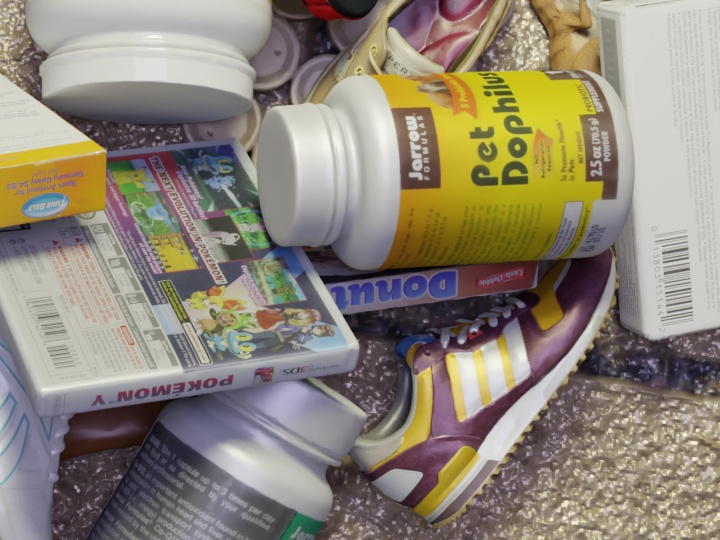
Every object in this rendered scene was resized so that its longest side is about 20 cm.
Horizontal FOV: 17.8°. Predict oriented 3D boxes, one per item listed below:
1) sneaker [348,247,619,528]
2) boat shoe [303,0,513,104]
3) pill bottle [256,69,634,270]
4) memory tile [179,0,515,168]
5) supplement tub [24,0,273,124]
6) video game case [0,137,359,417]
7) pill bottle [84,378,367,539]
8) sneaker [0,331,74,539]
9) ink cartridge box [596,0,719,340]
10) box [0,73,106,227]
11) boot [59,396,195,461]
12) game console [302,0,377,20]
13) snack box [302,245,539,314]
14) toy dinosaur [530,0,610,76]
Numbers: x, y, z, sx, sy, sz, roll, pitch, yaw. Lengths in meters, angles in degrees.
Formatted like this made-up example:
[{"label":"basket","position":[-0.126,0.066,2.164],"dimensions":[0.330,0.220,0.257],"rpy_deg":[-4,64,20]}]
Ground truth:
[{"label":"sneaker","position":[0.073,0.051,1.367],"dimensions":[0.090,0.075,0.200],"rpy_deg":[37,80,-7]},{"label":"boat shoe","position":[0.025,-0.123,1.369],"dimensions":[0.074,0.066,0.200],"rpy_deg":[35,82,-1]},{"label":"pill bottle","position":[0.046,-0.057,1.302],"dimensions":[0.199,0.109,0.110],"rpy_deg":[-4,84,-19]},{"label":"memory tile","position":[-0.008,-0.129,1.409],"dimensions":[0.153,0.017,0.201],"rpy_deg":[30,82,-2]},{"label":"supplement tub","position":[-0.122,-0.195,1.337],"dimensions":[0.144,0.145,0.201],"rpy_deg":[1,82,-6]},{"label":"video game case","position":[-0.120,-0.001,1.278],"dimensions":[0.181,0.023,0.200],"rpy_deg":[-7,40,-23]},{"label":"pill bottle","position":[-0.087,0.144,1.305],"dimensions":[0.113,0.113,0.201],"rpy_deg":[31,91,-2]},{"label":"sneaker","position":[-0.189,0.083,1.288],"dimensions":[0.080,0.070,0.202],"rpy_deg":[-13,91,-19]},{"label":"ink cartridge box","position":[0.236,-0.072,1.386],"dimensions":[0.175,0.045,0.201],"rpy_deg":[-9,104,-16]},{"label":"box","position":[-0.238,-0.074,1.294],"dimensions":[0.118,0.200,0.042],"rpy_deg":[-11,115,-30]},{"label":"boot","position":[-0.193,0.029,1.343],"dimensions":[0.199,0.068,0.189],"rpy_deg":[-17,85,-9]},{"label":"game console","position":[-0.022,-0.264,1.339],"dimensions":[0.031,0.177,0.201],"rpy_deg":[-5,50,33]},{"label":"snack box","position":[0.000,0.000,1.352],"dimensions":[0.199,0.072,0.024],"rpy_deg":[-8,114,-16]},{"label":"toy dinosaur","position":[0.145,-0.110,1.413],"dimensions":[0.106,0.060,0.201],"rpy_deg":[-13,78,14]}]
